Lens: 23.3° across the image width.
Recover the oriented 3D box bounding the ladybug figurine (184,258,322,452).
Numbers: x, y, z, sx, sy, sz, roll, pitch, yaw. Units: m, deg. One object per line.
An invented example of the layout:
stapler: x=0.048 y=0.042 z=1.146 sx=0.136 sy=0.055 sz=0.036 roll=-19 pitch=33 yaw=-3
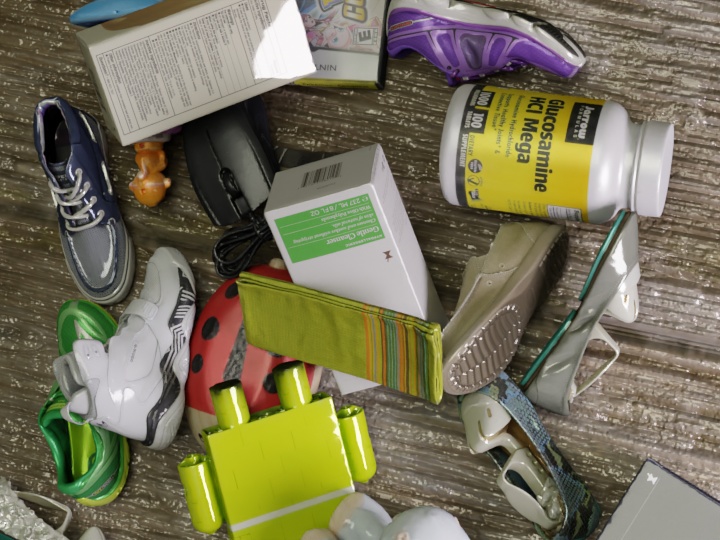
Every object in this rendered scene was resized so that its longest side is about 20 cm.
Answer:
ladybug figurine: x=-0.106 y=0.084 z=1.644 sx=0.135 sy=0.072 sz=0.201 roll=10 pitch=83 yaw=15

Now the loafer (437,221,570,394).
loafer: x=0.117 y=0.031 z=1.582 sx=0.068 sy=0.076 sz=0.200 roll=20 pitch=54 yaw=33

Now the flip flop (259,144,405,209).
flip flop: x=-0.039 y=-0.070 z=1.666 sx=0.199 sy=0.058 sz=0.082 roll=14 pitch=76 yaw=32

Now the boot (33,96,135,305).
boot: x=-0.277 y=-0.067 z=1.702 sx=0.072 sy=0.090 sz=0.201 roll=-18 pitch=77 yaw=10

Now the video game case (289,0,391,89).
video game case: x=-0.055 y=-0.281 z=1.718 sx=0.179 sy=0.025 sz=0.201 roll=4 pitch=82 yaw=15

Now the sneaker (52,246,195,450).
sneaker: x=-0.221 y=0.063 z=1.639 sx=0.114 sy=0.075 sz=0.201 roll=13 pitch=65 yaw=-25

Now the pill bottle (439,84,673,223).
pill bottle: x=0.179 y=-0.104 z=1.585 sx=0.199 sy=0.112 sz=0.113 roll=8 pitch=83 yaw=15

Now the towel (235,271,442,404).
towel: x=-0.019 y=0.060 z=1.537 sx=0.199 sy=0.086 sz=0.018 roll=15 pitch=40 yaw=24

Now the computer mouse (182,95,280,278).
computer mouse: x=-0.120 y=-0.106 z=1.660 sx=0.138 sy=0.053 sz=0.201 roll=-36 pitch=55 yaw=21

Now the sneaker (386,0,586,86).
sneaker: x=0.117 y=-0.209 z=1.650 sx=0.199 sy=0.081 sz=0.084 roll=16 pitch=101 yaw=23

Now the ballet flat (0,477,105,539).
ballet flat: x=-0.286 y=0.259 z=1.665 sx=0.199 sy=0.072 sz=0.072 roll=29 pitch=88 yaw=16

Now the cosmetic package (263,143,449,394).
cosmetic package: x=0.000 y=0.000 z=1.571 sx=0.107 sy=0.085 sz=0.201 roll=-16 pitch=116 yaw=15

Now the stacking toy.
stacking toy: x=-0.209 y=-0.163 z=1.706 sx=0.115 sy=0.110 sz=0.202 roll=-4 pitch=91 yaw=17

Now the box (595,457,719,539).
box: x=0.275 y=0.294 z=1.499 sx=0.182 sy=0.104 sz=0.201 roll=33 pitch=89 yaw=16

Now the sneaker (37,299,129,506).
sneaker: x=-0.263 y=0.123 z=1.668 sx=0.074 sy=0.083 sz=0.201 roll=-11 pitch=77 yaw=21

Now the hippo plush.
hippo plush: x=0.026 y=0.284 z=1.508 sx=0.158 sy=0.161 sz=0.201 roll=-2 pitch=76 yaw=-18

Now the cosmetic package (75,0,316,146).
cosmetic package: x=-0.152 y=-0.203 z=1.626 sx=0.199 sy=0.071 sz=0.106 roll=-21 pitch=114 yaw=-12

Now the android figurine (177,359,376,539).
android figurine: x=-0.072 y=0.189 z=1.597 sx=0.181 sy=0.041 sz=0.201 roll=-18 pitch=102 yaw=-14

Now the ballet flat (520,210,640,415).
ballet flat: x=0.214 y=0.042 z=1.562 sx=0.063 sy=0.067 sz=0.201 roll=31 pitch=109 yaw=7

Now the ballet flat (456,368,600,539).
ballet flat: x=0.137 y=0.161 z=1.567 sx=0.074 sy=0.074 sz=0.200 roll=-41 pitch=73 yaw=4
